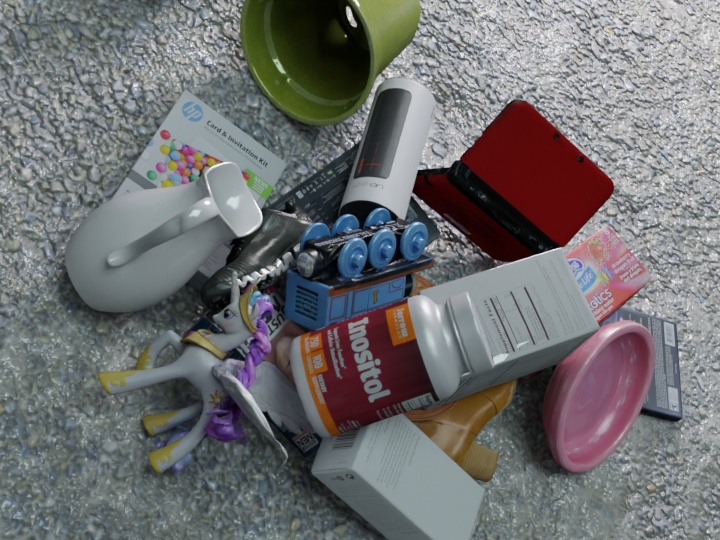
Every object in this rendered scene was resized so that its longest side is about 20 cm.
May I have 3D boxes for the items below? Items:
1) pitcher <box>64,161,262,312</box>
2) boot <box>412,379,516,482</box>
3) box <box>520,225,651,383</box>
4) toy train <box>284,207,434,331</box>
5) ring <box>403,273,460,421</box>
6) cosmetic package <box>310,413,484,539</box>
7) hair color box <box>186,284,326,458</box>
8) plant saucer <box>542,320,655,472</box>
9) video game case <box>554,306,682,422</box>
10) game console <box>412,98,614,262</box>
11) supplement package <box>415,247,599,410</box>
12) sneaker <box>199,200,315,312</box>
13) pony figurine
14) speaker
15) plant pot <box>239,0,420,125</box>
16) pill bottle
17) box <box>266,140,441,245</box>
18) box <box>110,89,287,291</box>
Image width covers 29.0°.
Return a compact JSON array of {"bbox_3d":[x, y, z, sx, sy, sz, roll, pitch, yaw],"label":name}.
[{"bbox_3d":[-0.219,-0.032,1.472,0.122,0.198,0.172,64,14,0],"label":"pitcher"},{"bbox_3d":[0.108,0.147,1.678,0.143,0.071,0.203,22,62,-20],"label":"boot"},{"bbox_3d":[0.264,0.042,1.784,0.199,0.100,0.096,-34,80,-30],"label":"box"},{"bbox_3d":[0.000,0.000,1.574,0.199,0.086,0.116,-16,120,-47],"label":"toy train"},{"bbox_3d":[0.042,0.084,1.633,0.198,0.019,0.202,15,57,-23],"label":"ring"},{"bbox_3d":[0.045,0.237,1.560,0.200,0.074,0.102,46,52,-29],"label":"cosmetic package"},{"bbox_3d":[-0.091,0.104,1.589,0.200,0.060,0.100,46,52,-3],"label":"hair color box"},{"bbox_3d":[0.291,0.151,1.736,0.051,0.202,0.200,27,42,36],"label":"plant saucer"},{"bbox_3d":[0.345,0.113,1.865,0.198,0.019,0.144,15,60,-22],"label":"video game case"},{"bbox_3d":[0.183,-0.108,1.744,0.199,0.172,0.120,37,71,-29],"label":"game console"},{"bbox_3d":[0.153,0.067,1.607,0.198,0.114,0.110,-16,71,-27],"label":"supplement package"},{"bbox_3d":[-0.119,-0.021,1.561,0.199,0.066,0.091,-30,79,-43],"label":"sneaker"},{"bbox_3d":[-0.147,0.126,1.465,0.194,0.199,0.167,58,9,-1],"label":"pony figurine"},{"bbox_3d":[0.034,-0.136,1.704,0.081,0.081,0.202,27,56,-16],"label":"speaker"},{"bbox_3d":[-0.021,-0.311,1.768,0.201,0.200,0.184,50,41,0],"label":"plant pot"},{"bbox_3d":[0.034,0.094,1.468,0.198,0.113,0.114,-20,73,6],"label":"pill bottle"},{"bbox_3d":[-0.015,-0.051,1.715,0.158,0.051,0.200,51,52,1],"label":"box"},{"bbox_3d":[-0.194,-0.093,1.638,0.155,0.041,0.201,36,53,-11],"label":"box"}]
